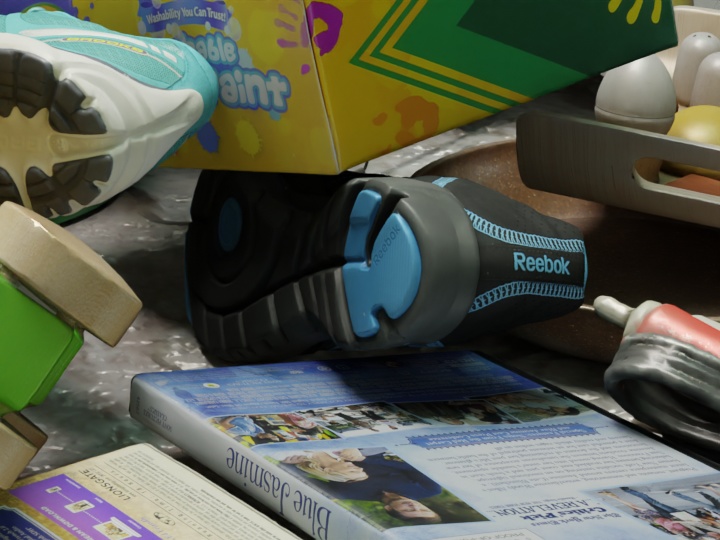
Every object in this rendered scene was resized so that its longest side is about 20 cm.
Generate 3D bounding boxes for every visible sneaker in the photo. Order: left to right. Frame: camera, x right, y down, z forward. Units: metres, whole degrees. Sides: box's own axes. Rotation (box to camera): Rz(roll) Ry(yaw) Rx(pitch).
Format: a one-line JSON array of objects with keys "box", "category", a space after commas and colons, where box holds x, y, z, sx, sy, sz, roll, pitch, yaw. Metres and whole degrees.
[{"box": [-0.136, -0.057, 0.803, 0.200, 0.078, 0.080, 10, 26, 34], "category": "sneaker"}, {"box": [0.000, 0.000, 0.818, 0.082, 0.073, 0.200, 2, 5, -29], "category": "sneaker"}]

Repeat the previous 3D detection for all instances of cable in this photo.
[{"box": [0.159, 0.049, 0.741, 0.200, 0.050, 0.097, 15, -15, 36], "category": "cable"}]

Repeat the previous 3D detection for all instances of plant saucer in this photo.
[{"box": [0.113, -0.005, 0.915, 0.200, 0.037, 0.200, 4, 23, -2], "category": "plant saucer"}]

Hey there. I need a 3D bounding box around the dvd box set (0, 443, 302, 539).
[{"box": [-0.093, 0.108, 0.611, 0.200, 0.029, 0.146, -16, 29, -40], "category": "dvd box set"}]

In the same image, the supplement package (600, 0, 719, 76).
[{"box": [0.087, -0.199, 1.136, 0.200, 0.152, 0.151, 24, 10, -32], "category": "supplement package"}]

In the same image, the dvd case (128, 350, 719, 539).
[{"box": [0.036, 0.063, 0.716, 0.142, 0.018, 0.200, -2, 15, -33], "category": "dvd case"}]

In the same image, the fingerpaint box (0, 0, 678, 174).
[{"box": [-0.013, -0.092, 0.859, 0.167, 0.074, 0.200, -22, 17, -36], "category": "fingerpaint box"}]

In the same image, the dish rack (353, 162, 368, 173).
[{"box": [-0.016, -0.112, 1.074, 0.153, 0.055, 0.200, 39, 34, 18], "category": "dish rack"}]

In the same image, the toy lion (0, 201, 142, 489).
[{"box": [-0.159, -0.020, 0.678, 0.192, 0.069, 0.200, 36, -6, -4], "category": "toy lion"}]

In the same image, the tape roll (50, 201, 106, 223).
[{"box": [-0.199, -0.068, 1.007, 0.200, 0.048, 0.201, 4, 23, -1], "category": "tape roll"}]

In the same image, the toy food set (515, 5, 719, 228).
[{"box": [0.163, -0.069, 0.950, 0.143, 0.061, 0.200, 12, 24, 21], "category": "toy food set"}]
